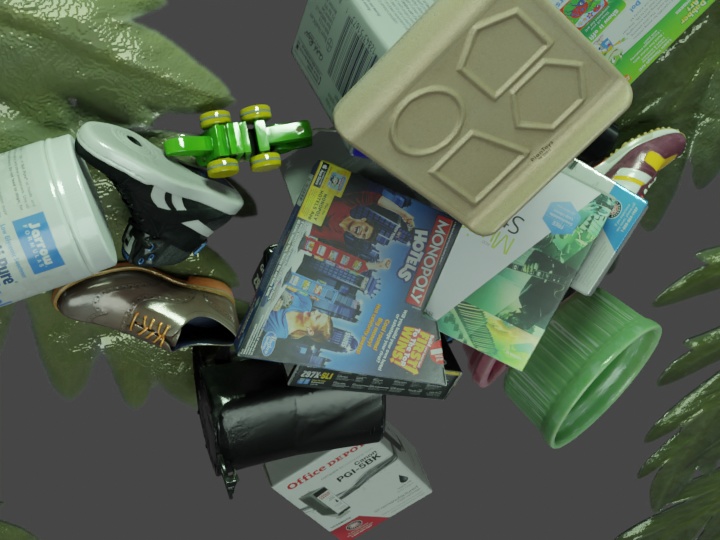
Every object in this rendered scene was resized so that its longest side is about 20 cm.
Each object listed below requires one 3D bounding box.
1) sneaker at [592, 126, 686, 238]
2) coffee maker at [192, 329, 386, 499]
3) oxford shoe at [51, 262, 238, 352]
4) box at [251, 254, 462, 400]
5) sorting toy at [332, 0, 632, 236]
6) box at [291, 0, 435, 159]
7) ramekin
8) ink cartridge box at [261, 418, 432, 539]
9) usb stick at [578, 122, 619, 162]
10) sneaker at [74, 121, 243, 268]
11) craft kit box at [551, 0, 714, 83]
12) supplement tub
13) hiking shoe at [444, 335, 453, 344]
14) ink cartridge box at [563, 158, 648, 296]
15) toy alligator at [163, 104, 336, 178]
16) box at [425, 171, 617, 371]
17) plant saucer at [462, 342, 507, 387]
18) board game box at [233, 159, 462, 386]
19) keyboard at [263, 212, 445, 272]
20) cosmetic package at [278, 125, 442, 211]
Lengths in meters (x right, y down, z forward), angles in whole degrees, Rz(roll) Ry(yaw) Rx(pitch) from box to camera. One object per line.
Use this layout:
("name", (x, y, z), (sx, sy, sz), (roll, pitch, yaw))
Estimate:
("sneaker", (0.290, -0.080, 1.280), (0.200, 0.090, 0.075), (-30, 161, -6))
("coffee maker", (-0.074, 0.158, 1.288), (0.199, 0.193, 0.135), (-9, 148, -14))
("oxford shoe", (-0.217, 0.042, 1.198), (0.199, 0.073, 0.071), (4, 130, -27))
("box", (-0.006, 0.060, 1.250), (0.199, 0.160, 0.049), (10, 126, -30))
("sorting toy", (0.101, -0.137, 0.940), (0.185, 0.037, 0.200), (-44, 129, 16))
("box", (0.065, -0.180, 1.035), (0.199, 0.184, 0.105), (5, 127, -28))
("ramekin", (0.270, 0.114, 1.429), (0.200, 0.098, 0.200), (-38, 155, -21))
("ink cartridge box", (-0.020, 0.251, 1.483), (0.147, 0.083, 0.200), (-33, 137, 9))
("usb stick", (0.200, -0.169, 1.219), (0.200, 0.033, 0.055), (23, 126, -39))
("sneaker", (-0.207, -0.058, 1.085), (0.112, 0.073, 0.200), (-49, 142, 14))
("craft kit box", (0.268, -0.299, 1.118), (0.197, 0.049, 0.200), (29, 115, -38))
("supplement tub", (-0.334, -0.032, 1.032), (0.199, 0.132, 0.132), (-20, 137, -6))
("hiking shoe", (0.124, 0.011, 1.339), (0.087, 0.075, 0.200), (3, 139, -42))
("ink cartridge box", (0.186, -0.074, 1.212), (0.116, 0.200, 0.068), (-58, 167, 8))
("toy alligator", (-0.091, -0.125, 1.113), (0.199, 0.060, 0.054), (-10, 175, -16))
("box", (0.144, -0.017, 1.151), (0.144, 0.036, 0.200), (26, 103, -4))
("plant saucer", (0.182, 0.042, 1.342), (0.201, 0.051, 0.201), (-49, 165, -18))
("board game box", (0.009, 0.022, 1.109), (0.199, 0.062, 0.200), (23, 94, -12))
("keyboard", (0.000, 0.000, 1.180), (0.199, 0.040, 0.104), (-10, 113, -11))
("cosmetic package", (0.017, -0.062, 1.198), (0.107, 0.090, 0.200), (-35, 139, 14))
